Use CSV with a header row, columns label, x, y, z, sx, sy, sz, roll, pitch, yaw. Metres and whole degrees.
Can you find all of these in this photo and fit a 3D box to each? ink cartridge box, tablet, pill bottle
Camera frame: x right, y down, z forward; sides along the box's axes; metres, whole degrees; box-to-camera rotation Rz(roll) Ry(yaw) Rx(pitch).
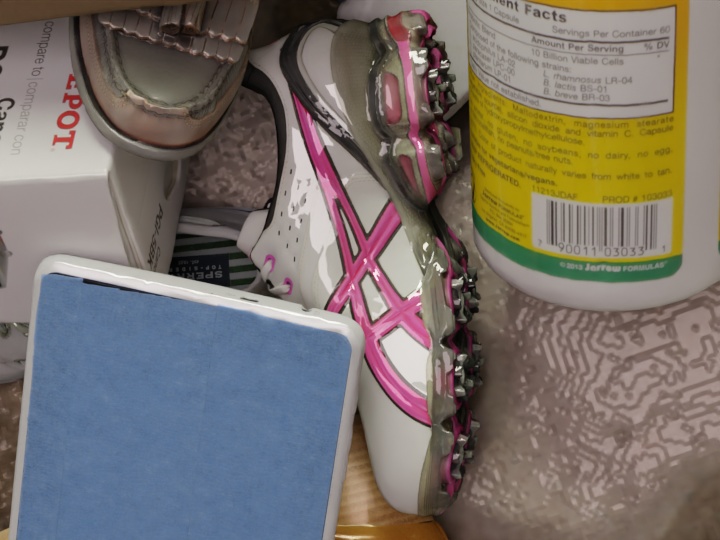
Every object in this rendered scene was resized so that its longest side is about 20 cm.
label,x,y,z,sx,sy,sz,roll,pitch,yaw
ink cartridge box,-0.176,-0.055,0.944,0.199,0.083,0.147,-3,46,9
tablet,-0.073,0.097,0.908,0.130,0.014,0.201,12,113,8
pill bottle,0.095,-0.096,0.879,0.112,0.113,0.201,2,123,9

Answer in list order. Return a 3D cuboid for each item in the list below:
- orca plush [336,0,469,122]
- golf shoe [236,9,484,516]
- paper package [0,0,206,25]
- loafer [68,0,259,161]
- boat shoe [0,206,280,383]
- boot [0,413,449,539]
label,x,y,z,sx,sy,sz,roll,pitch,yaw
orca plush,0.034,-0.146,0.950,0.105,0.071,0.201,5,119,-8
golf shoe,0.000,0.000,0.929,0.092,0.073,0.201,-7,93,11
paper package,-0.081,-0.201,0.869,0.190,0.104,0.200,-5,48,20
loafer,-0.067,-0.131,0.906,0.072,0.200,0.063,18,135,-10
boat shoe,-0.126,0.003,0.977,0.199,0.067,0.074,-13,86,9
boot,-0.056,0.151,0.960,0.200,0.071,0.145,-17,85,4
